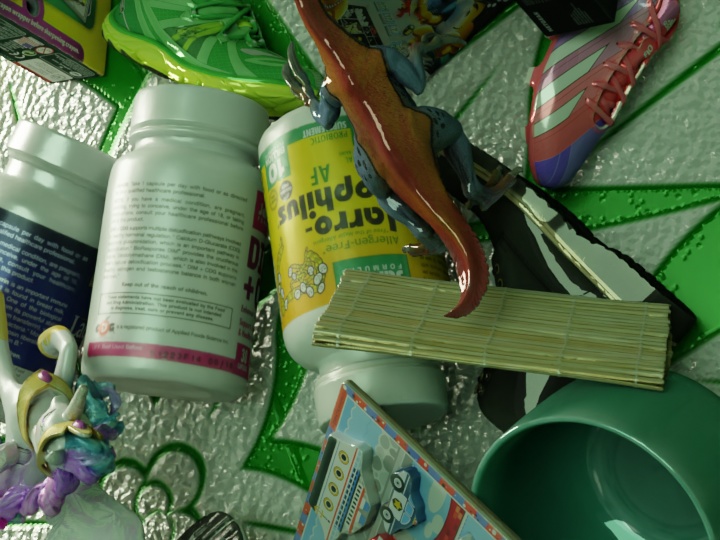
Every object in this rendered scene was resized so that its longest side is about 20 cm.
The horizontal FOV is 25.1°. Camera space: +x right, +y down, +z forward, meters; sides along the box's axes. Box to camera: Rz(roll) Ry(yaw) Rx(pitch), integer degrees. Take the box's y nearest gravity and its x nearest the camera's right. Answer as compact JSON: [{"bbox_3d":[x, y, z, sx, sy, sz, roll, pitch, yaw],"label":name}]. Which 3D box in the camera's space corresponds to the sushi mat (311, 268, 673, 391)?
[{"bbox_3d":[0.079,0.031,0.927,0.199,0.096,0.012,7,114,9],"label":"sushi mat"}]

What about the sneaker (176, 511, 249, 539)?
[{"bbox_3d":[-0.065,0.229,1.018,0.078,0.090,0.200,-45,37,-2],"label":"sneaker"}]

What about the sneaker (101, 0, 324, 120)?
[{"bbox_3d":[-0.103,-0.166,1.159,0.200,0.074,0.084,27,93,29],"label":"sneaker"}]

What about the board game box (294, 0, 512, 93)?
[{"bbox_3d":[0.028,-0.197,1.031,0.126,0.200,0.035,-42,61,11],"label":"board game box"}]

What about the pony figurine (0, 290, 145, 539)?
[{"bbox_3d":[-0.214,0.127,1.015,0.200,0.166,0.194,42,119,58],"label":"pony figurine"}]

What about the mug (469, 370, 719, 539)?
[{"bbox_3d":[0.142,0.131,0.926,0.184,0.114,0.153,0,108,37],"label":"mug"}]

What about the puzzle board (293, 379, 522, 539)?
[{"bbox_3d":[0.015,0.185,0.976,0.151,0.017,0.201,41,133,28],"label":"puzzle board"}]

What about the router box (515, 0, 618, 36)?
[{"bbox_3d":[0.096,-0.261,0.960,0.052,0.200,0.158,-7,57,37],"label":"router box"}]

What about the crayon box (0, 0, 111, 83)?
[{"bbox_3d":[-0.257,-0.253,1.184,0.058,0.200,0.173,-5,74,25],"label":"crayon box"}]

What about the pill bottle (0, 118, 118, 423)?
[{"bbox_3d":[-0.240,0.002,1.157,0.115,0.116,0.201,22,87,29],"label":"pill bottle"}]

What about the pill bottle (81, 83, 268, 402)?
[{"bbox_3d":[-0.121,-0.017,1.106,0.113,0.113,0.201,1,78,26],"label":"pill bottle"}]

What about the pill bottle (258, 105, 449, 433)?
[{"bbox_3d":[0.000,0.000,1.043,0.112,0.113,0.201,-16,70,21],"label":"pill bottle"}]

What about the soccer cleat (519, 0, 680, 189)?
[{"bbox_3d":[0.162,-0.144,1.031,0.076,0.067,0.201,16,81,29],"label":"soccer cleat"}]

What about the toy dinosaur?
[{"bbox_3d":[0.022,-0.102,0.936,0.105,0.182,0.200,-35,29,3],"label":"toy dinosaur"}]

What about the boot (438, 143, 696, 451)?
[{"bbox_3d":[0.091,0.020,1.019,0.200,0.077,0.139,43,102,29],"label":"boot"}]
